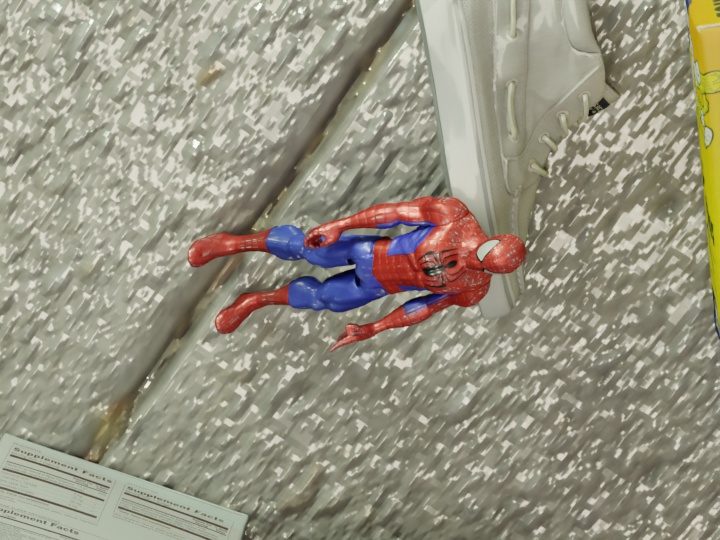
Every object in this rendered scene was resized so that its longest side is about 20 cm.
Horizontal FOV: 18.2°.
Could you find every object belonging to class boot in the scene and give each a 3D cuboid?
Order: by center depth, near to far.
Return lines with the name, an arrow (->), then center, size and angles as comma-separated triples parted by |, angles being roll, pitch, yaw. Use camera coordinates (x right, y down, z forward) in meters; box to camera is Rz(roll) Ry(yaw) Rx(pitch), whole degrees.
boot -> 0.087, -0.072, 1.144 | 0.095, 0.074, 0.201 | -11, 117, 0

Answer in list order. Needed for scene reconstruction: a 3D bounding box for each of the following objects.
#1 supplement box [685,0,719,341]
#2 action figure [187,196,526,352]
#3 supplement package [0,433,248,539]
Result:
supplement box -> 0.225, -0.045, 1.121 | 0.109, 0.109, 0.201 | -6, 110, 7
action figure -> 0.000, 0.000, 1.144 | 0.199, 0.052, 0.066 | -8, 108, 37
supplement package -> -0.162, 0.214, 1.203 | 0.150, 0.200, 0.153 | 18, 111, -2
